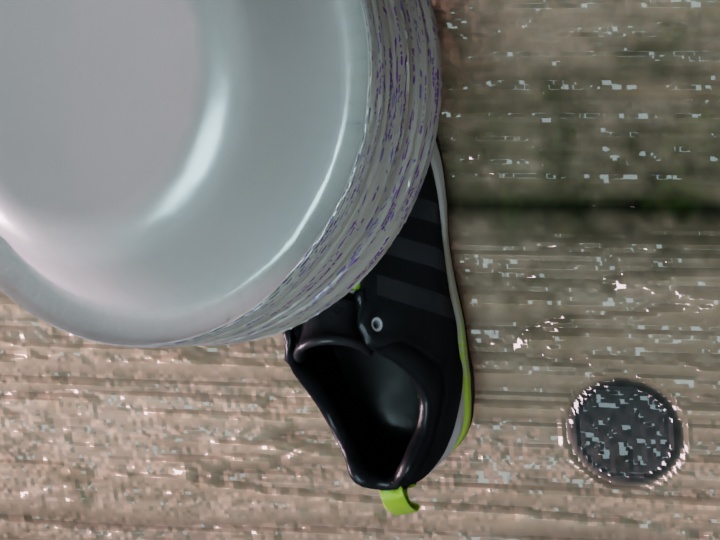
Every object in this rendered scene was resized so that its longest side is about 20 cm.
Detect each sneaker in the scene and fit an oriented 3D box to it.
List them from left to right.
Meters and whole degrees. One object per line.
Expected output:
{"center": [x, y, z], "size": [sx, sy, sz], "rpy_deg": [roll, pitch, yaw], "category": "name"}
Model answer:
{"center": [0.000, 0.000, 1.156], "size": [0.071, 0.083, 0.201], "rpy_deg": [-13, 108, 22], "category": "sneaker"}

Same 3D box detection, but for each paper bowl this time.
{"center": [-0.078, -0.071, 1.101], "size": [0.200, 0.104, 0.202], "rpy_deg": [0, 91, 29], "category": "paper bowl"}
